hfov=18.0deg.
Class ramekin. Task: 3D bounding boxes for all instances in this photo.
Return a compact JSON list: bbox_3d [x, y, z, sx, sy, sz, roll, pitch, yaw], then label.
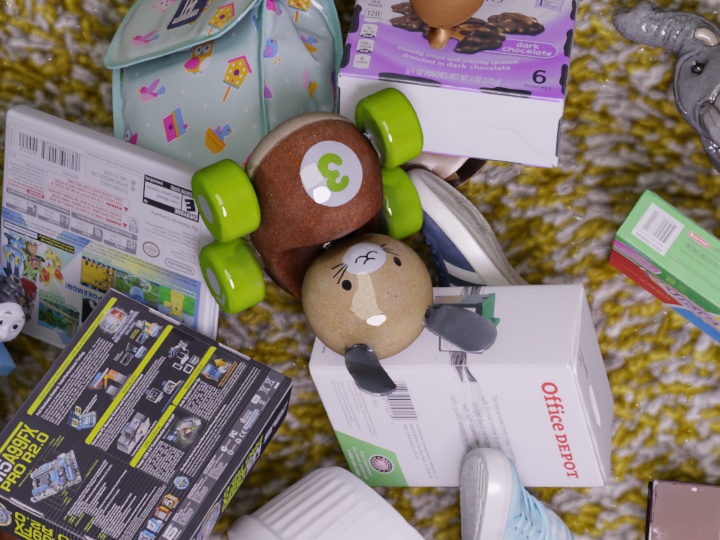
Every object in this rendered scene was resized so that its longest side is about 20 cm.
[{"bbox_3d":[0.001,0.233,1.680,0.094,0.202,0.202,-44,82,-12],"label":"ramekin"}]

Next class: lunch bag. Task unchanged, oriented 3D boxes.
[{"bbox_3d":[-0.104,-0.141,1.739,0.170,0.122,0.202,-15,73,38],"label":"lunch bag"}]

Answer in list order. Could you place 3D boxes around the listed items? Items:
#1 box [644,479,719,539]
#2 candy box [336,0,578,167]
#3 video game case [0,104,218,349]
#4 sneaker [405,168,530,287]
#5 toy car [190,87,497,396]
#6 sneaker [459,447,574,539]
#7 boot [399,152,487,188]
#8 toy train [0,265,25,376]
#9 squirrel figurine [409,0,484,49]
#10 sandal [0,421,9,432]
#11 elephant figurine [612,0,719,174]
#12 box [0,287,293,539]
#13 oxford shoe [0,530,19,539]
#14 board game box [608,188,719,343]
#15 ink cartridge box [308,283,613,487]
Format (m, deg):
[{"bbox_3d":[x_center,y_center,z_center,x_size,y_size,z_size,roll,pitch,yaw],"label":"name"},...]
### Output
[{"bbox_3d":[0.313,0.215,1.715,0.198,0.075,0.101,5,85,3],"label":"box"},{"bbox_3d":[0.078,-0.179,1.723,0.166,0.072,0.201,7,47,5],"label":"candy box"},{"bbox_3d":[-0.191,-0.013,1.728,0.199,0.022,0.184,20,118,25],"label":"video game case"},{"bbox_3d":[0.079,0.017,1.736,0.084,0.075,0.200,-36,99,17],"label":"sneaker"},{"bbox_3d":[0.000,0.000,1.595,0.163,0.158,0.200,-24,54,-18],"label":"toy car"},{"bbox_3d":[0.117,0.186,1.682,0.081,0.200,0.074,-8,60,-4],"label":"sneaker"},{"bbox_3d":[0.033,-0.079,1.761,0.200,0.074,0.075,-44,69,-3],"label":"boot"},{"bbox_3d":[-0.325,0.002,1.751,0.114,0.087,0.200,-44,58,18],"label":"toy train"},{"bbox_3d":[0.037,-0.247,1.660,0.198,0.142,0.188,-8,49,13],"label":"squirrel figurine"},{"bbox_3d":[-0.229,0.130,1.707,0.057,0.201,0.080,-30,93,21],"label":"sandal"},{"bbox_3d":[0.303,-0.128,1.739,0.199,0.156,0.142,-11,126,14],"label":"elephant figurine"},{"bbox_3d":[-0.162,0.124,1.627,0.159,0.044,0.200,25,52,11],"label":"box"},{"bbox_3d":[-0.248,0.207,1.760,0.071,0.071,0.202,-4,82,5],"label":"oxford shoe"},{"bbox_3d":[0.256,0.012,1.676,0.153,0.200,0.040,36,88,8],"label":"board game box"},{"bbox_3d":[0.079,0.087,1.682,0.198,0.147,0.085,-1,48,17],"label":"ink cartridge box"}]
